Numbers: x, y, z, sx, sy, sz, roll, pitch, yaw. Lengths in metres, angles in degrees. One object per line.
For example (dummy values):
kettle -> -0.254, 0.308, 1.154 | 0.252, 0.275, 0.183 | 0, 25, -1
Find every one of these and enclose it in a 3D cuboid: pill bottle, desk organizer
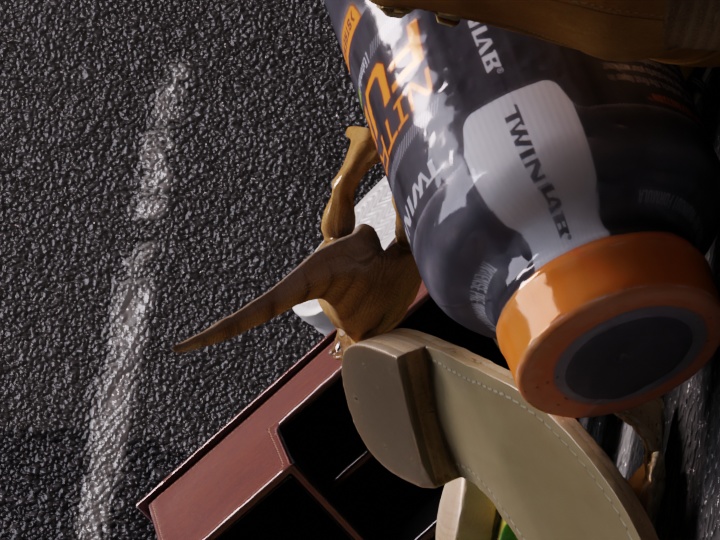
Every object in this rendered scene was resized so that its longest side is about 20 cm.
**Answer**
pill bottle -> 0.057, -0.050, 0.982 | 0.106, 0.106, 0.201 | 102, 155, -52
desk organizer -> 0.009, 0.068, 1.208 | 0.200, 0.072, 0.077 | -42, 19, 4

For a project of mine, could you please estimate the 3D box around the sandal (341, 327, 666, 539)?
sandal -> 0.071, 0.055, 1.029 | 0.212, 0.069, 0.078 | 26, 133, 59

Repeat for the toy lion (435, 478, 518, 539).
toy lion -> 0.060, 0.173, 1.071 | 0.192, 0.068, 0.201 | 177, 103, -82

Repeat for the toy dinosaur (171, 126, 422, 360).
toy dinosaur -> 0.000, 0.000, 1.089 | 0.200, 0.060, 0.107 | 34, -106, -75

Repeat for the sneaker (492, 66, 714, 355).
sneaker -> 0.087, -0.054, 1.080 | 0.082, 0.078, 0.201 | 162, 118, -87

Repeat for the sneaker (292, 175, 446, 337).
sneaker -> 0.078, -0.021, 1.275 | 0.200, 0.116, 0.074 | -44, 25, 7

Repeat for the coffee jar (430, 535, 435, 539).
coffee jar -> 0.042, 0.099, 1.338 | 0.200, 0.104, 0.086 | -81, 2, -56

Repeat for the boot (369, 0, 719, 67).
boot -> 0.066, -0.103, 0.893 | 0.201, 0.143, 0.071 | -85, 6, -79
